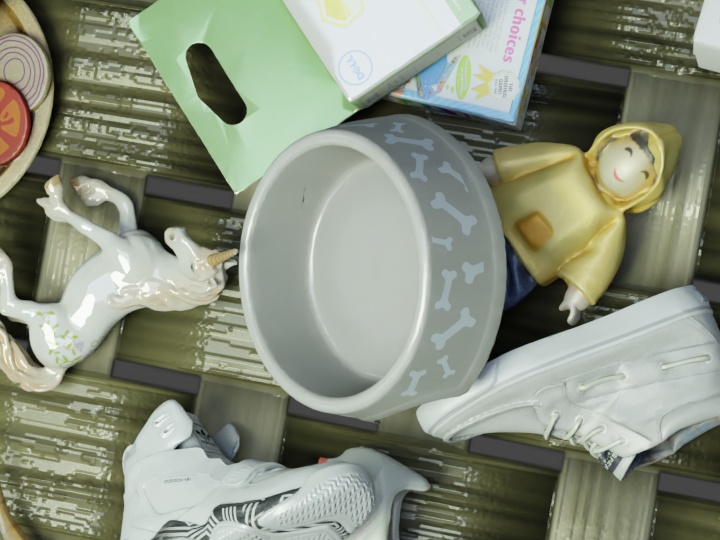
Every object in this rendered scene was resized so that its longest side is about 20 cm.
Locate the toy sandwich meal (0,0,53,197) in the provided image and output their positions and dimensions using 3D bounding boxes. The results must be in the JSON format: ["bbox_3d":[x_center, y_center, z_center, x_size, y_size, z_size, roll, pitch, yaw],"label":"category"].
[{"bbox_3d":[-0.309,-0.126,1.480,0.204,0.070,0.206,-1,86,11],"label":"toy sandwich meal"}]

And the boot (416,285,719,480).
[{"bbox_3d":[0.141,0.089,1.374,0.199,0.074,0.096,-23,75,8],"label":"boot"}]

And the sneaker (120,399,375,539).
[{"bbox_3d":[-0.081,0.132,1.386,0.200,0.075,0.115,-26,57,29],"label":"sneaker"}]

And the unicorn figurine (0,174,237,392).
[{"bbox_3d":[-0.172,0.003,1.451,0.137,0.074,0.200,46,112,10],"label":"unicorn figurine"}]

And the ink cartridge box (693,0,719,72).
[{"bbox_3d":[0.320,-0.177,1.352,0.199,0.084,0.145,16,89,12],"label":"ink cartridge box"}]

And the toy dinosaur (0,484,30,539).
[{"bbox_3d":[-0.191,0.215,1.448,0.200,0.060,0.106,29,62,4],"label":"toy dinosaur"}]

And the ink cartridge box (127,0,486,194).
[{"bbox_3d":[-0.040,-0.164,1.408,0.200,0.048,0.146,-33,81,5],"label":"ink cartridge box"}]

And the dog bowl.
[{"bbox_3d":[0.000,0.000,1.363,0.200,0.059,0.201,3,94,46],"label":"dog bowl"}]

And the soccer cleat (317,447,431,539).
[{"bbox_3d":[-0.014,0.214,1.402,0.077,0.069,0.201,17,87,9],"label":"soccer cleat"}]

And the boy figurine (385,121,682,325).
[{"bbox_3d":[0.121,-0.028,1.393,0.200,0.064,0.125,-29,79,11],"label":"boy figurine"}]

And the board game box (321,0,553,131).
[{"bbox_3d":[0.064,-0.204,1.430,0.134,0.034,0.201,14,89,12],"label":"board game box"}]
